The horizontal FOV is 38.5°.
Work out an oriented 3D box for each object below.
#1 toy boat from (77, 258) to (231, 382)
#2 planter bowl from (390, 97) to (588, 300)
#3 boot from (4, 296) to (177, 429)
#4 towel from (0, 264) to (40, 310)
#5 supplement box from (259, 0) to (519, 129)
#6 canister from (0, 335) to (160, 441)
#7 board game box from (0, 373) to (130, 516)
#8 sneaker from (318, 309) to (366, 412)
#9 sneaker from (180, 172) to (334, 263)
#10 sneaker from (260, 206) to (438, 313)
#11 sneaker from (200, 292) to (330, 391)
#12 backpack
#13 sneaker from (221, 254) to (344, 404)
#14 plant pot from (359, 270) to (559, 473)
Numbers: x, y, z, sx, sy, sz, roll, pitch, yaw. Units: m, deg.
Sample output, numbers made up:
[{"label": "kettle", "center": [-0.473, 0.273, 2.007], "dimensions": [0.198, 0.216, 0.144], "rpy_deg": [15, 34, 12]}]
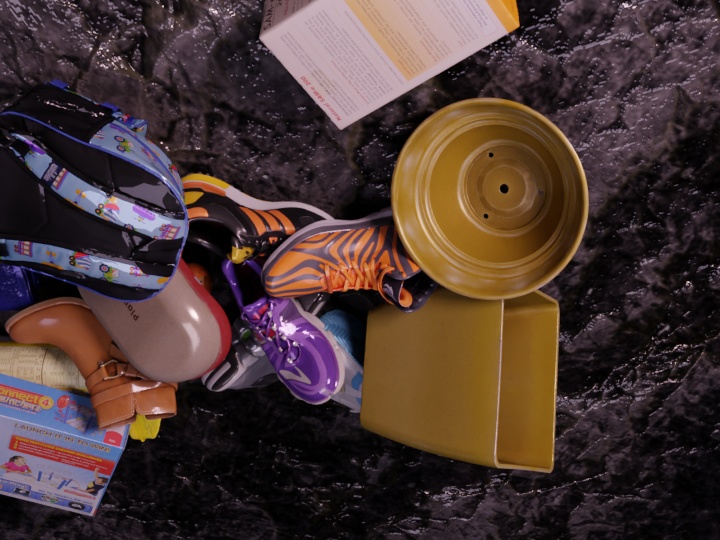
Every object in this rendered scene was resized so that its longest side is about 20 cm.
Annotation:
[{"label": "toy boat", "center": [-0.215, 0.027, 1.159], "dimensions": [0.200, 0.131, 0.131], "rpy_deg": [52, 123, 11]}, {"label": "planter bowl", "center": [0.138, -0.077, 1.045], "dimensions": [0.199, 0.083, 0.202], "rpy_deg": [6, 105, 21]}, {"label": "boot", "center": [-0.310, 0.109, 1.196], "dimensions": [0.199, 0.156, 0.074], "rpy_deg": [-9, 165, 0]}, {"label": "towel", "center": [-0.477, -0.015, 1.177], "dimensions": [0.199, 0.050, 0.148], "rpy_deg": [-1, 131, 0]}, {"label": "supplement box", "center": [0.025, -0.232, 0.927], "dimensions": [0.199, 0.074, 0.126], "rpy_deg": [-26, 129, 24]}, {"label": "canister", "center": [-0.362, 0.145, 1.301], "dimensions": [0.199, 0.087, 0.149], "rpy_deg": [1, 136, 2]}, {"label": "board game box", "center": [-0.404, 0.218, 1.280], "dimensions": [0.199, 0.056, 0.196], "rpy_deg": [18, 137, -14]}, {"label": "sneaker", "center": [-0.013, 0.120, 1.257], "dimensions": [0.080, 0.077, 0.200], "rpy_deg": [-19, 140, 15]}, {"label": "sneaker", "center": [-0.112, -0.034, 1.113], "dimensions": [0.199, 0.090, 0.070], "rpy_deg": [18, 132, -15]}, {"label": "sneaker", "center": [0.000, 0.000, 1.085], "dimensions": [0.199, 0.112, 0.078], "rpy_deg": [-22, 136, -11]}, {"label": "sneaker", "center": [-0.098, 0.075, 1.249], "dimensions": [0.200, 0.075, 0.115], "rpy_deg": [-39, 153, 13]}, {"label": "backpack", "center": [-0.260, -0.072, 1.018], "dimensions": [0.199, 0.135, 0.183], "rpy_deg": [21, 121, -4]}, {"label": "sneaker", "center": [-0.096, 0.063, 1.139], "dimensions": [0.081, 0.200, 0.083], "rpy_deg": [-39, 167, 13]}, {"label": "plant pot", "center": [0.109, 0.119, 1.163], "dimensions": [0.176, 0.201, 0.200], "rpy_deg": [-2, 168, 28]}]
